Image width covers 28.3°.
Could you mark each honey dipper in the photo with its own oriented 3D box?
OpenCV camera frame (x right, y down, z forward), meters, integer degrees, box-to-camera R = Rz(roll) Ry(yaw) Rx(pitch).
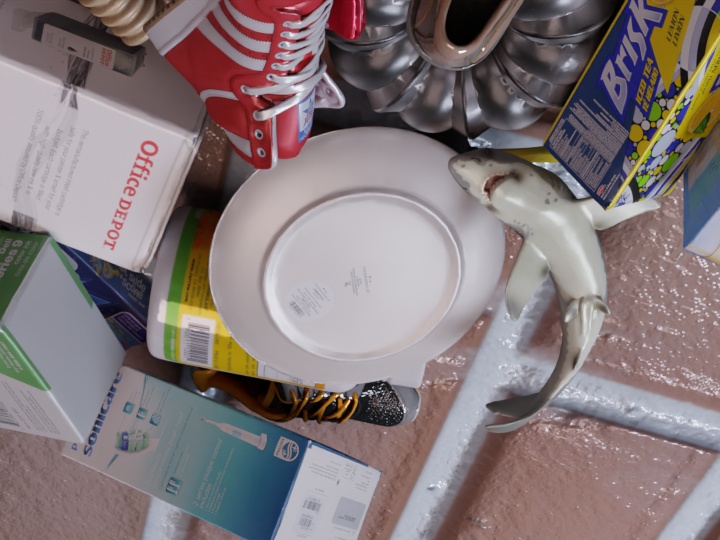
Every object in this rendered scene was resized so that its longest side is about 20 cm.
[{"bbox_3d":[-0.191,-0.208,0.849,0.038,0.038,0.200,-18,140,27],"label":"honey dipper"}]

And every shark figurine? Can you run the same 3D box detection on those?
[{"bbox_3d":[0.126,0.003,0.934,0.126,0.090,0.217,-11,119,-3],"label":"shark figurine"}]

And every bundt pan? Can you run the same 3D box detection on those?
[{"bbox_3d":[0.060,-0.159,0.846,0.199,0.076,0.204,7,136,6],"label":"bundt pan"}]

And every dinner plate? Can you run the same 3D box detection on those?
[{"bbox_3d":[0.000,0.000,0.929,0.197,0.024,0.203,-4,125,-6],"label":"dinner plate"}]

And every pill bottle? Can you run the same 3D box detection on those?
[{"bbox_3d":[-0.047,0.025,1.030,0.197,0.112,0.112,11,137,0],"label":"pill bottle"}]

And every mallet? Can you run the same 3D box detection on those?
[{"bbox_3d":[0.128,-0.079,0.930,0.197,0.042,0.066,-4,166,11],"label":"mallet"}]

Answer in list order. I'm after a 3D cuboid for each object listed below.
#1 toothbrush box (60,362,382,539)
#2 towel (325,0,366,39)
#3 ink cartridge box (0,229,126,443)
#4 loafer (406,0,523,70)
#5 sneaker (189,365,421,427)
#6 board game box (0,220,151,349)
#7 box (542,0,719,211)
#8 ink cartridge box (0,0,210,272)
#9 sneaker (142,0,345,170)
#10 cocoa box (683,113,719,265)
[{"bbox_3d":[-0.105,0.148,1.101,0.198,0.086,0.146,20,173,26],"label":"toothbrush box"},{"bbox_3d":[-0.080,-0.216,0.795,0.198,0.023,0.146,25,143,24],"label":"towel"},{"bbox_3d":[-0.292,0.039,1.040,0.197,0.088,0.146,5,144,23],"label":"ink cartridge box"},{"bbox_3d":[0.086,-0.196,0.737,0.071,0.063,0.202,24,97,-8],"label":"loafer"},{"bbox_3d":[-0.047,0.087,1.119,0.197,0.078,0.079,19,134,-10],"label":"sneaker"},{"bbox_3d":[-0.259,-0.002,1.101,0.134,0.035,0.200,-20,128,29],"label":"board game box"},{"bbox_3d":[0.186,-0.133,0.811,0.064,0.070,0.201,48,130,26],"label":"box"},{"bbox_3d":[-0.208,-0.102,0.955,0.198,0.086,0.146,23,136,-9],"label":"ink cartridge box"},{"bbox_3d":[-0.039,-0.123,0.772,0.113,0.071,0.199,55,153,-12],"label":"sneaker"},{"bbox_3d":[0.289,-0.093,0.821,0.130,0.134,0.201,22,135,-10],"label":"cocoa box"}]
